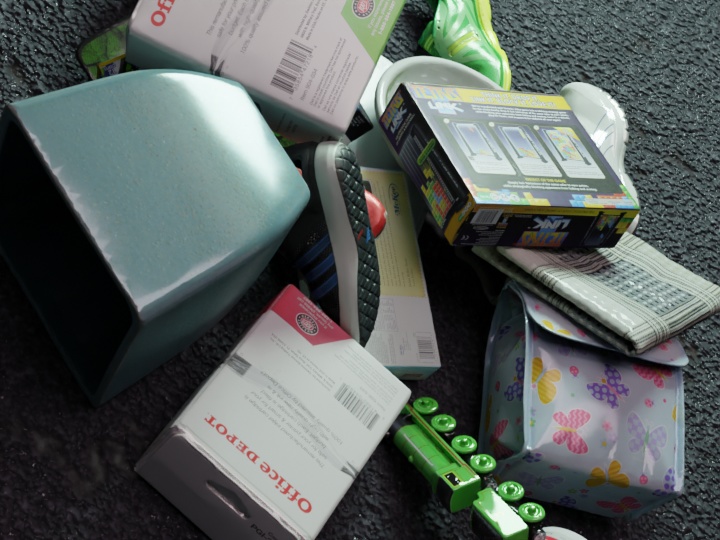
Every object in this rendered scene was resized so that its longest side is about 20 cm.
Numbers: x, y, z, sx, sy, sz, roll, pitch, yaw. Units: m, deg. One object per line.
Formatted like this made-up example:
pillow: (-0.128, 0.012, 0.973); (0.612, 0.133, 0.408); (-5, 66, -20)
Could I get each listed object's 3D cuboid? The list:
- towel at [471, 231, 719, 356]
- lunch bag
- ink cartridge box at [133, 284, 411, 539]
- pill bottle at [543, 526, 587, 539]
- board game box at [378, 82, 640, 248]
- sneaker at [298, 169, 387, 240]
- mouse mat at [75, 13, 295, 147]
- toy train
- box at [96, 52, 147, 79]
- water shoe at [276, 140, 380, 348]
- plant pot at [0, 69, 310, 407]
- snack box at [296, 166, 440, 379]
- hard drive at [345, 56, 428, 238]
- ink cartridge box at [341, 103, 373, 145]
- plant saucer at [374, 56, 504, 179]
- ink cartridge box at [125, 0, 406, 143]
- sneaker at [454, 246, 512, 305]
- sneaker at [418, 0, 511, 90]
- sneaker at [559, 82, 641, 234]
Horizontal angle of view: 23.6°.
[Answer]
towel: (0.228, -0.002, 1.612); (0.200, 0.035, 0.192); (34, 33, 27)
lunch bag: (0.204, 0.108, 1.577); (0.169, 0.127, 0.200); (17, 59, -16)
ink cartridge box: (-0.069, 0.132, 1.413); (0.146, 0.085, 0.200); (42, 43, -4)
pill bottle: (0.115, 0.297, 1.412); (0.200, 0.112, 0.112); (-22, 74, -43)
board game box: (0.138, -0.097, 1.604); (0.200, 0.057, 0.165); (1, 44, -34)
sneaker: (-0.070, -0.070, 1.498); (0.200, 0.085, 0.077); (19, 75, -5)
mouse mat: (-0.141, -0.155, 1.550); (0.161, 0.008, 0.200); (-32, 88, -15)
toy train: (0.085, 0.176, 1.471); (0.056, 0.042, 0.200); (-19, 40, -26)
box: (-0.129, -0.182, 1.520); (0.200, 0.064, 0.070); (-25, 85, -13)
water shoe: (-0.033, -0.020, 1.468); (0.079, 0.200, 0.072); (2, 27, 19)
plant pot: (-0.159, -0.046, 1.359); (0.200, 0.196, 0.197); (-28, 78, -27)
snack box: (0.000, 0.000, 1.569); (0.116, 0.037, 0.200); (3, 65, -30)
hard drive: (0.022, -0.121, 1.698); (0.132, 0.026, 0.200); (34, 47, -12)
ink cartridge box: (-0.058, -0.221, 1.646); (0.200, 0.039, 0.099); (60, 7, 26)
plant saucer: (0.093, -0.121, 1.687); (0.200, 0.050, 0.200); (20, 44, -20)
ink cartridge box: (-0.081, -0.209, 1.457); (0.200, 0.084, 0.146); (26, 76, -4)
sneaker: (0.171, 0.026, 1.674); (0.200, 0.074, 0.088); (40, 44, 8)
sneaker: (0.105, -0.231, 1.817); (0.083, 0.074, 0.200); (-10, 67, -13)
sneaker: (0.237, -0.119, 1.823); (0.087, 0.075, 0.200); (8, 55, -26)
